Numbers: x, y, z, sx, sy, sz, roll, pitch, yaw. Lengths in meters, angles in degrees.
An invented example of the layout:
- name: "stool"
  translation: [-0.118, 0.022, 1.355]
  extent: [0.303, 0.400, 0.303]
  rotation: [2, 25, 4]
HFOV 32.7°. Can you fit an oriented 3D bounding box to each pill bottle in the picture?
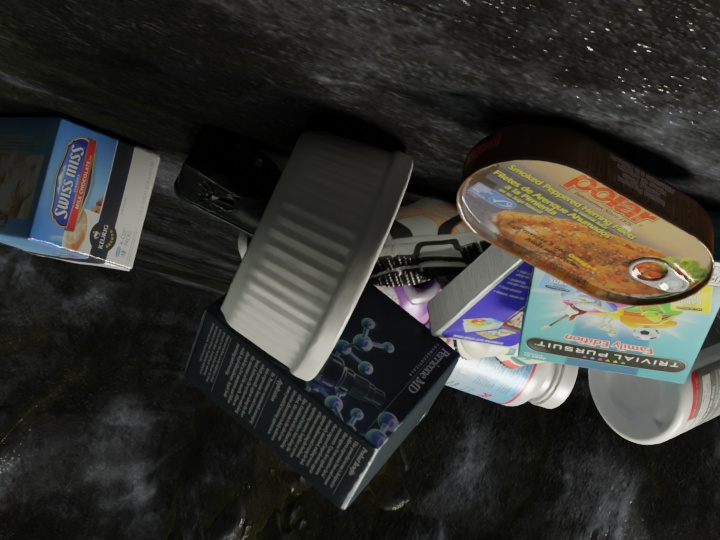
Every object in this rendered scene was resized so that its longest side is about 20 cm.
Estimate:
- name: "pill bottle"
  translation: [0.322, 0.087, 1.185]
  extent: [0.198, 0.116, 0.113]
  rotation: [-14, -166, -40]
- name: "pill bottle"
  translation: [0.147, 0.090, 1.400]
  extent: [0.197, 0.111, 0.108]
  rotation: [21, 172, -22]

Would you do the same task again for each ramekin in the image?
- name: "ramekin"
  translation: [-0.040, -0.021, 0.999]
  extent: [0.093, 0.205, 0.202]
  rotation: [26, 173, -5]

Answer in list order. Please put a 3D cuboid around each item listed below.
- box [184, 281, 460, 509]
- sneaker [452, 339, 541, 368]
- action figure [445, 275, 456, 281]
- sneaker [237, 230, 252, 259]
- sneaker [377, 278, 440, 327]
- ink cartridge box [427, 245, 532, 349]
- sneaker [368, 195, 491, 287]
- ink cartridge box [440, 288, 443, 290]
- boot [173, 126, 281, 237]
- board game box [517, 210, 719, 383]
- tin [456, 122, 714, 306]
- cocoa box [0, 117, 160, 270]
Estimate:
- name: "box"
  translation: [-0.036, 0.087, 1.129]
  extent: [0.199, 0.148, 0.108]
  rotation: [38, 137, 10]
- name: "sneaker"
  translation: [0.161, 0.055, 1.252]
  extent: [0.092, 0.072, 0.199]
  rotation: [-16, 161, 26]
- name: "action figure"
  translation: [0.115, -0.022, 1.270]
  extent: [0.116, 0.056, 0.200]
  rotation: [18, 169, -15]
- name: "sneaker"
  translation: [-0.044, 0.005, 1.357]
  extent: [0.098, 0.072, 0.200]
  rotation: [3, 152, 44]
- name: "sneaker"
  translation: [0.000, 0.000, 1.259]
  extent: [0.198, 0.089, 0.081]
  rotation: [26, -157, -17]
- name: "ink cartridge box"
  translation: [0.193, 0.009, 1.118]
  extent: [0.196, 0.044, 0.200]
  rotation: [11, 144, -35]
- name: "sneaker"
  translation: [0.094, -0.038, 1.143]
  extent: [0.196, 0.081, 0.074]
  rotation: [-2, 148, 9]
- name: "ink cartridge box"
  translation: [0.198, 0.016, 1.304]
  extent: [0.197, 0.051, 0.160]
  rotation: [14, 171, -32]
- name: "boot"
  translation: [-0.101, -0.081, 1.214]
  extent: [0.162, 0.067, 0.200]
  rotation: [14, 170, -12]
- name: "board game box"
  translation: [0.212, 0.018, 1.002]
  extent: [0.148, 0.048, 0.201]
  rotation: [9, 149, 7]
- name: "tin"
  translation: [0.158, -0.037, 0.850]
  extent: [0.198, 0.042, 0.112]
  rotation: [27, 150, -22]
- name: "cocoa box"
  translation: [-0.337, -0.086, 1.339]
  extent: [0.130, 0.136, 0.198]
  rotation: [20, 172, -42]
